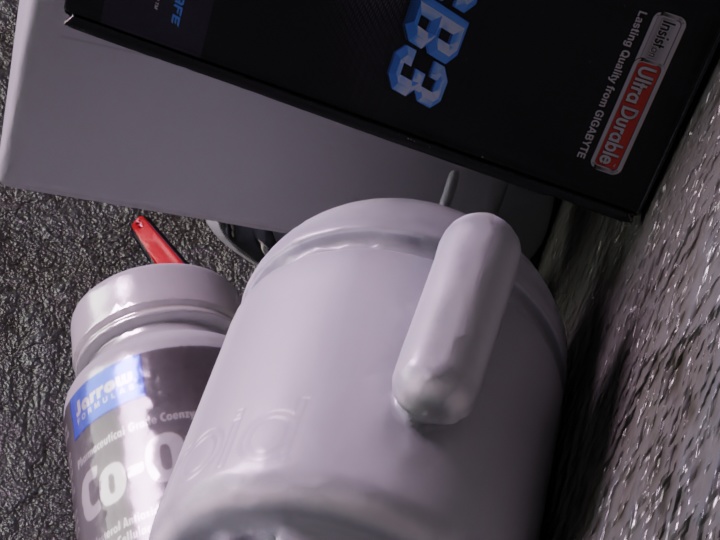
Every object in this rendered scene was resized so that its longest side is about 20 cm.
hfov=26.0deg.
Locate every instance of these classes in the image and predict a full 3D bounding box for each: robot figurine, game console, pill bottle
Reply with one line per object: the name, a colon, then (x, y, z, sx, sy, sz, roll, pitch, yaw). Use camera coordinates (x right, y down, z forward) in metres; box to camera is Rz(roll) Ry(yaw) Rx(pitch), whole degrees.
robot figurine: (0.004, 0.056, 0.490, 0.170, 0.112, 0.201, -56, 11, 43)
game console: (-0.080, 0.069, 1.078, 0.177, 0.031, 0.201, 51, 170, 47)
pill bottle: (-0.090, 0.103, 0.788, 0.114, 0.113, 0.201, 111, 152, -48)

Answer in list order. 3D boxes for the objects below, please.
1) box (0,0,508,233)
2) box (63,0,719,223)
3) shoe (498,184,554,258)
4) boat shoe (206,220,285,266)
box: (-0.032, -0.137, 0.636, 0.201, 0.198, 0.172, -100, 24, -53)
box: (0.027, -0.135, 0.462, 0.050, 0.197, 0.201, -71, 2, -57)
shoe: (0.075, -0.099, 0.747, 0.091, 0.071, 0.201, -124, 49, -82)
boat shoe: (0.000, 0.000, 0.872, 0.060, 0.199, 0.076, 25, 91, 50)
